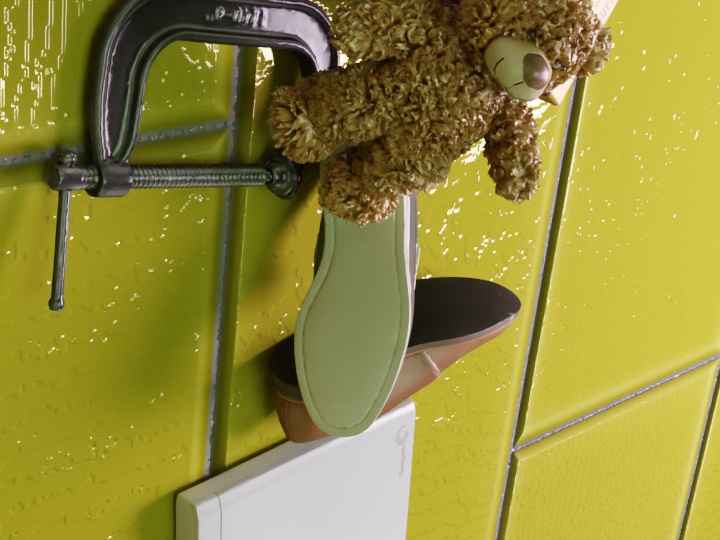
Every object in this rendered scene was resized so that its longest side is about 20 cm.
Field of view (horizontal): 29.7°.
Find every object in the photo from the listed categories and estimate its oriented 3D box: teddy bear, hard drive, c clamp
[{"bbox_3d":[0.039,-0.092,0.741,0.067,0.199,0.146,-58,132,-57],"label":"teddy bear"},{"bbox_3d":[-0.042,0.177,0.953,0.199,0.027,0.133,-21,126,-40],"label":"hard drive"},{"bbox_3d":[-0.091,-0.077,0.765,0.199,0.027,0.172,-12,114,-42],"label":"c clamp"}]

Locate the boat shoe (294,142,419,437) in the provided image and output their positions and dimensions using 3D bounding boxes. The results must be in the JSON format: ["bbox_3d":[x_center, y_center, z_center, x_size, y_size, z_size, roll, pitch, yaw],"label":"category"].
[{"bbox_3d":[0.003,0.000,0.843,0.060,0.071,0.204,-5,100,-77],"label":"boat shoe"}]

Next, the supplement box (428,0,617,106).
[{"bbox_3d":[0.071,-0.208,0.803,0.200,0.103,0.132,32,88,-50],"label":"supplement box"}]

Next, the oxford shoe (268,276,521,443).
[{"bbox_3d":[0.025,0.059,0.934,0.199,0.071,0.072,-21,130,-26],"label":"oxford shoe"}]
